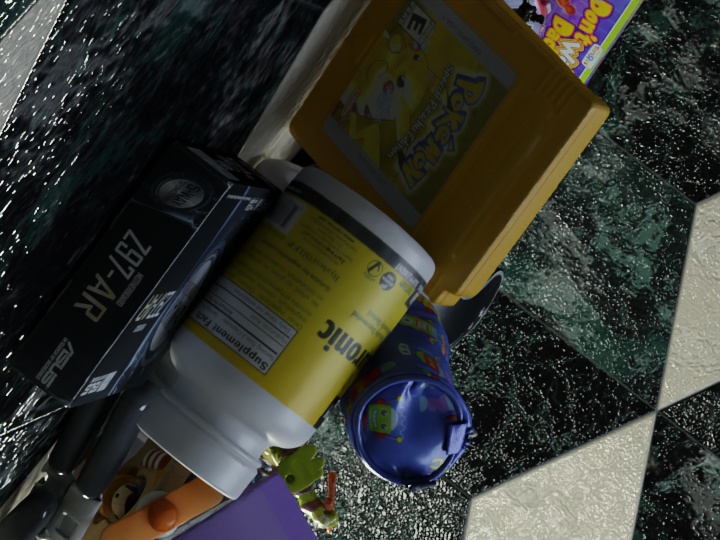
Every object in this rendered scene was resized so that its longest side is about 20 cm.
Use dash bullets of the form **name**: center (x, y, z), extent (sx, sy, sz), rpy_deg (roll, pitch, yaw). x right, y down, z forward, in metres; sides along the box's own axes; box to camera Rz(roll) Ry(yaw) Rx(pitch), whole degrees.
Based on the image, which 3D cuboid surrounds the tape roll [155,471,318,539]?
- **tape roll**: center (-0.131, 0.229, 1.494), extent (0.200, 0.066, 0.200), rpy_deg (-30, 178, -1)

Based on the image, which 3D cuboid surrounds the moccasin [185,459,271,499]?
- **moccasin**: center (-0.106, 0.138, 1.728), extent (0.068, 0.080, 0.200), rpy_deg (-38, -159, 33)

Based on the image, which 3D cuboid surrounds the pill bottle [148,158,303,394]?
- **pill bottle**: center (-0.080, 0.029, 1.429), extent (0.200, 0.112, 0.112), rpy_deg (-54, 175, 16)

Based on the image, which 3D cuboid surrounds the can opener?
- **can opener**: center (-0.204, 0.144, 1.436), extent (0.200, 0.053, 0.066), rpy_deg (-57, 173, 36)

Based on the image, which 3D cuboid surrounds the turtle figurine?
- **turtle figurine**: center (-0.065, 0.125, 1.621), extent (0.064, 0.201, 0.161), rpy_deg (-14, 178, 0)

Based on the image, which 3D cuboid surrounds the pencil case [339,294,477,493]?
- **pencil case**: center (0.029, 0.075, 1.350), extent (0.200, 0.087, 0.078), rpy_deg (-103, -151, -72)

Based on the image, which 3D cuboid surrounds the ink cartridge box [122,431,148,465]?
- **ink cartridge box**: center (-0.141, 0.100, 1.760), extent (0.163, 0.057, 0.200), rpy_deg (-55, 170, 25)

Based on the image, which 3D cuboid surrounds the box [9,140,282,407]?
- **box**: center (-0.124, 0.001, 1.209), extent (0.160, 0.043, 0.200), rpy_deg (-54, 175, 4)

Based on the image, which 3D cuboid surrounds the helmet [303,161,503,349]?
- **helmet**: center (0.000, 0.000, 1.558), extent (0.200, 0.200, 0.190), rpy_deg (-54, 157, 18)

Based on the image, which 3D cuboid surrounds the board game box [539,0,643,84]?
- **board game box**: center (0.176, -0.252, 1.703), extent (0.045, 0.134, 0.200), rpy_deg (-49, 173, -41)

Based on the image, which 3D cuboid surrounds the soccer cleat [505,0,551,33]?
- **soccer cleat**: center (0.104, -0.228, 1.559), extent (0.076, 0.067, 0.200), rpy_deg (-31, 160, -10)

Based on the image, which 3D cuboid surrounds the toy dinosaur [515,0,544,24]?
- **toy dinosaur**: center (0.084, -0.185, 1.512), extent (0.200, 0.048, 0.088), rpy_deg (-8, 160, -44)

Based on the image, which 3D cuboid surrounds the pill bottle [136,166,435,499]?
- **pill bottle**: center (-0.052, 0.043, 1.279), extent (0.200, 0.111, 0.111), rpy_deg (-52, 175, -3)

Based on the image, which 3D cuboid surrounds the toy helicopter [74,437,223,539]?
- **toy helicopter**: center (-0.141, 0.149, 1.518), extent (0.200, 0.079, 0.132), rpy_deg (-43, -160, 10)

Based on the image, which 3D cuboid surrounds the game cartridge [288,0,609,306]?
- **game cartridge**: center (0.053, -0.100, 1.336), extent (0.032, 0.200, 0.177), rpy_deg (10, 122, -47)
